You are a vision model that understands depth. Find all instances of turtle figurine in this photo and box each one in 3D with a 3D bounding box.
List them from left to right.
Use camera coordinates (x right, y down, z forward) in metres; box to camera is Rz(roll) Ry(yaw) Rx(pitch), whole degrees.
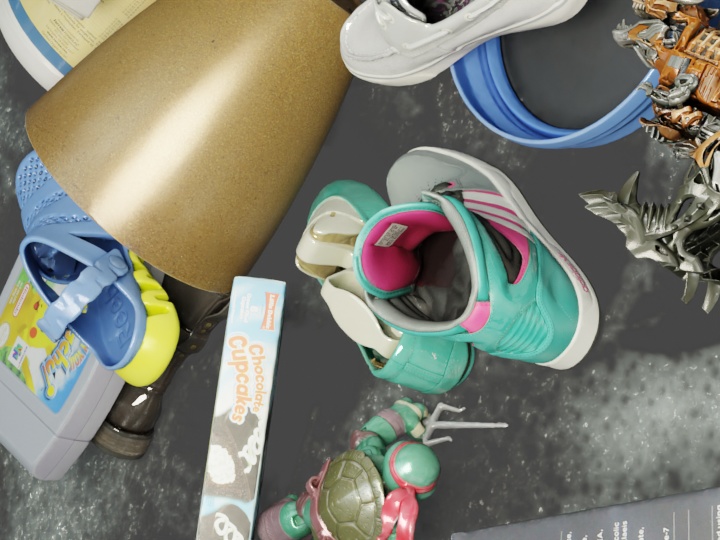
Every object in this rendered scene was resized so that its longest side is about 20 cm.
[{"bbox_3d":[0.013,0.141,1.076,0.200,0.100,0.150,-42,42,45],"label":"turtle figurine"}]

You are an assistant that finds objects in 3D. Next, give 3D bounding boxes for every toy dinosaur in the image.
[{"bbox_3d":[0.190,-0.057,0.928,0.136,0.102,0.200,-45,44,13],"label":"toy dinosaur"}]

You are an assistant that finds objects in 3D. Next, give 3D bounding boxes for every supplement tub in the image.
[{"bbox_3d":[-0.151,-0.219,1.324,0.200,0.144,0.145,-42,50,22],"label":"supplement tub"}]

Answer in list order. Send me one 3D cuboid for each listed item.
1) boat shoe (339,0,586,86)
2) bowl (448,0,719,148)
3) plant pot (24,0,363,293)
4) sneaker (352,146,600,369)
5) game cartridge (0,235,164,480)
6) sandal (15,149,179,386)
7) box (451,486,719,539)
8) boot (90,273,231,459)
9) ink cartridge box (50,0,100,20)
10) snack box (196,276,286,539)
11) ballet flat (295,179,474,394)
[{"bbox_3d":[0.046,-0.158,1.081,0.200,0.068,0.072,-5,76,49],"label":"boat shoe"},{"bbox_3d":[0.131,-0.167,1.067,0.200,0.039,0.201,-17,67,46],"label":"bowl"},{"bbox_3d":[-0.091,-0.122,1.225,0.200,0.186,0.187,-49,46,16],"label":"plant pot"},{"bbox_3d":[0.040,-0.018,1.067,0.200,0.120,0.084,48,116,45],"label":"sneaker"},{"bbox_3d":[-0.211,0.041,1.315,0.133,0.040,0.201,33,102,38],"label":"game cartridge"},{"bbox_3d":[-0.192,-0.013,1.231,0.080,0.087,0.200,-51,50,23],"label":"sandal"},{"bbox_3d":[0.175,0.171,0.791,0.196,0.200,0.124,-20,63,45],"label":"box"},{"bbox_3d":[-0.169,0.021,1.348,0.200,0.069,0.174,45,115,35],"label":"boot"},{"bbox_3d":[-0.184,-0.289,1.221,0.200,0.083,0.145,-56,42,8],"label":"ink cartridge box"},{"bbox_3d":[-0.078,0.110,1.189,0.116,0.037,0.201,115,163,-82],"label":"snack box"},{"bbox_3d":[0.000,0.000,1.149,0.067,0.070,0.200,-58,42,22],"label":"ballet flat"}]
